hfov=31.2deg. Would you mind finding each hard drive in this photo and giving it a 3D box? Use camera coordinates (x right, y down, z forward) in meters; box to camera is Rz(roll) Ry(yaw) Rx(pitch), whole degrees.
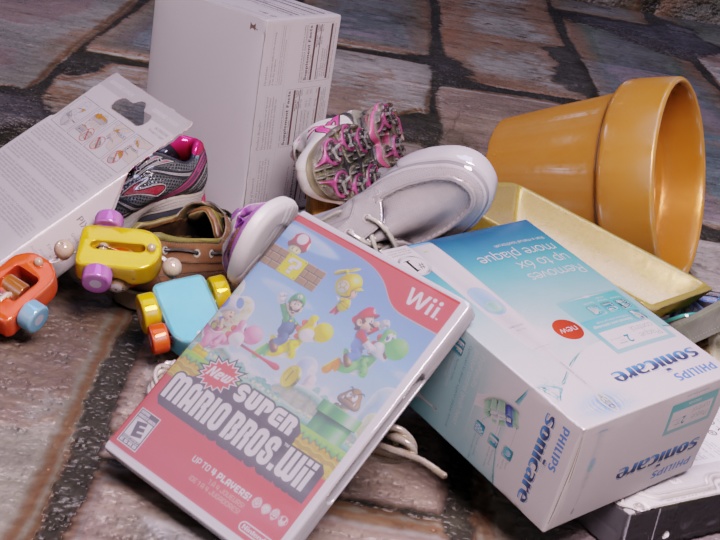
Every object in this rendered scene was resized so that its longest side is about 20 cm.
[{"bbox_3d":[0.215,0.131,0.908,0.200,0.038,0.140,-5,26,-30],"label":"hard drive"}]

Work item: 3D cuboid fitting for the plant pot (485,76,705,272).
[{"bbox_3d":[0.229,-0.089,1.282,0.183,0.201,0.200,3,16,28],"label":"plant pot"}]

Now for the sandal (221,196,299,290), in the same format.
[{"bbox_3d":[-0.085,-0.025,1.026,0.050,0.083,0.203,31,-1,5],"label":"sandal"}]

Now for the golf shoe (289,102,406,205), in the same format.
[{"bbox_3d":[-0.025,-0.100,1.175,0.092,0.073,0.200,-10,13,21],"label":"golf shoe"}]

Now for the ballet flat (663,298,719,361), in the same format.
[{"bbox_3d":[0.279,0.052,0.989,0.067,0.200,0.064,4,64,-36],"label":"ballet flat"}]

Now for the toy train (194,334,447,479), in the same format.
[{"bbox_3d":[-0.010,0.094,0.859,0.200,0.085,0.116,21,11,25],"label":"toy train"}]

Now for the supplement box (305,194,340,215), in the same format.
[{"bbox_3d":[-0.017,-0.034,1.178,0.069,0.067,0.200,5,21,-4],"label":"supplement box"}]

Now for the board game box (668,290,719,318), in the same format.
[{"bbox_3d":[0.368,0.092,1.037,0.200,0.062,0.200,9,23,-4],"label":"board game box"}]

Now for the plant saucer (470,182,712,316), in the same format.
[{"bbox_3d":[0.162,-0.006,1.028,0.200,0.049,0.200,31,17,22],"label":"plant saucer"}]

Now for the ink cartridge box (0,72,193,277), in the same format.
[{"bbox_3d":[-0.245,-0.074,1.071,0.200,0.050,0.161,-36,40,-16],"label":"ink cartridge box"}]

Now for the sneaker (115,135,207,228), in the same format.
[{"bbox_3d":[-0.221,-0.077,1.184,0.081,0.075,0.200,23,26,28],"label":"sneaker"}]

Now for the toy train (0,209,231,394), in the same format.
[{"bbox_3d":[-0.188,0.035,0.961,0.200,0.056,0.150,26,52,13],"label":"toy train"}]

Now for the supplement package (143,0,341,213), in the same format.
[{"bbox_3d":[-0.125,-0.175,1.296,0.156,0.200,0.111,24,25,33],"label":"supplement package"}]

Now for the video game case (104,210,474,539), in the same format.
[{"bbox_3d":[-0.044,0.068,0.790,0.143,0.017,0.200,29,71,30],"label":"video game case"}]

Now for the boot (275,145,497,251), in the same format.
[{"bbox_3d":[0.005,-0.013,0.904,0.074,0.200,0.096,49,39,-18],"label":"boot"}]

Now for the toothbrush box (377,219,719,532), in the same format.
[{"bbox_3d":[0.114,0.060,0.846,0.146,0.085,0.200,-12,40,-36],"label":"toothbrush box"}]

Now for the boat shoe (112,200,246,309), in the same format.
[{"bbox_3d":[-0.126,-0.022,1.096,0.072,0.068,0.200,20,24,25],"label":"boat shoe"}]
